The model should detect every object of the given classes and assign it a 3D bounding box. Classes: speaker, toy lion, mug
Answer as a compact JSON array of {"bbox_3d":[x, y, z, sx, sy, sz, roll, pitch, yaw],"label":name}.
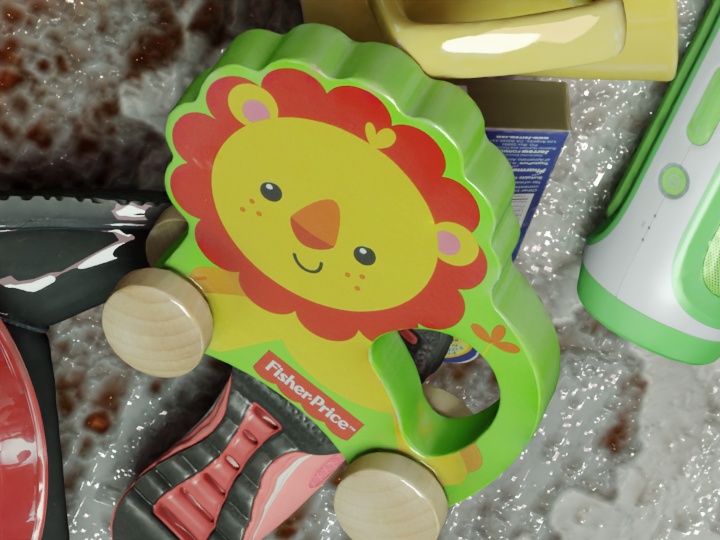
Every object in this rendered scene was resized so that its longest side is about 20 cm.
[{"bbox_3d":[0.171,-0.061,1.318,0.088,0.089,0.201,19,109,-18],"label":"speaker"},{"bbox_3d":[0.000,0.000,1.186,0.200,0.069,0.192,39,133,-8],"label":"toy lion"},{"bbox_3d":[0.048,-0.147,1.215,0.152,0.187,0.150,-5,88,2],"label":"mug"}]

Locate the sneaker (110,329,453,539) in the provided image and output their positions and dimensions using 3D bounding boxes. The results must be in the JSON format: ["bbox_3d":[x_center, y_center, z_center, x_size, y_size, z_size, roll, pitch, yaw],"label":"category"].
[{"bbox_3d":[-0.033,0.063,1.337,0.074,0.087,0.200,47,110,3],"label":"sneaker"}]

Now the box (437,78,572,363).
[{"bbox_3d":[0.012,-0.020,1.300,0.121,0.033,0.200,1,148,-11],"label":"box"}]

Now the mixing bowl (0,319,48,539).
[{"bbox_3d":[-0.241,0.084,1.239,0.199,0.108,0.201,4,98,29],"label":"mixing bowl"}]

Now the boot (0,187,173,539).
[{"bbox_3d":[-0.138,0.066,1.302,0.164,0.066,0.201,0,95,4],"label":"boot"}]
